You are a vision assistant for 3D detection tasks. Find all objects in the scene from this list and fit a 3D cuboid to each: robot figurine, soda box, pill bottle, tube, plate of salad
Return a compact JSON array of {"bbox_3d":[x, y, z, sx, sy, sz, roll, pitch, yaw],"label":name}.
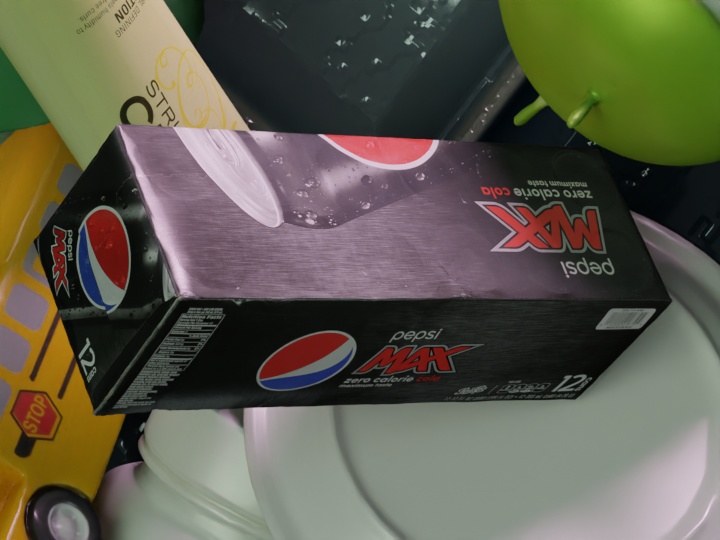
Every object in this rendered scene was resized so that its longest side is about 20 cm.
[{"bbox_3d":[0.130,-0.118,0.975,0.200,0.175,0.116,-45,97,-6],"label":"robot figurine"},{"bbox_3d":[0.000,0.000,0.943,0.063,0.200,0.071,-49,53,40],"label":"soda box"},{"bbox_3d":[-0.067,0.142,1.078,0.114,0.114,0.200,29,102,18],"label":"pill bottle"},{"bbox_3d":[-0.074,-0.057,0.965,0.058,0.052,0.200,-33,123,-3],"label":"tube"},{"bbox_3d":[0.058,0.060,1.024,0.200,0.048,0.200,2,59,-3],"label":"plate of salad"}]

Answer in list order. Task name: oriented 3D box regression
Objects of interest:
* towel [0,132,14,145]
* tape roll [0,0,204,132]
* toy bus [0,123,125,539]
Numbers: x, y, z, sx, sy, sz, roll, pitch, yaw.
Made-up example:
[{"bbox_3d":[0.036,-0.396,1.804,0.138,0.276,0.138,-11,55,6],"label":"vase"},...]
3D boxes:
[{"bbox_3d":[-0.190,-0.008,1.077,0.023,0.200,0.153,-21,85,39],"label":"towel"},{"bbox_3d":[-0.157,-0.110,1.059,0.200,0.200,0.048,11,119,21],"label":"tape roll"},{"bbox_3d":[-0.123,0.038,1.058,0.078,0.200,0.065,34,138,-20],"label":"toy bus"}]
